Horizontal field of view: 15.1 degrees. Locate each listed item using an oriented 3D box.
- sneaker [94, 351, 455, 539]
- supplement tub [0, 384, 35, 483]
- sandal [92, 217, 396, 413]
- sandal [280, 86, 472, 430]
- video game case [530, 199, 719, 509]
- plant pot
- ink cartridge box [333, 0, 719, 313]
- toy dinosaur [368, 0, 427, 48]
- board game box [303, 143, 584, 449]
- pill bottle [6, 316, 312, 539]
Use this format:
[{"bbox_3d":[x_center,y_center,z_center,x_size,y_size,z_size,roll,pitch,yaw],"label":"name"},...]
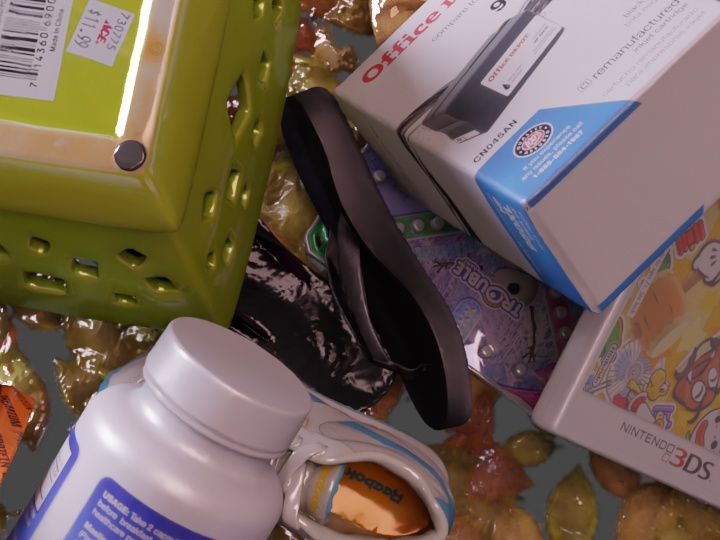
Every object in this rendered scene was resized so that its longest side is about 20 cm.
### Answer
[{"bbox_3d":[-0.043,0.095,1.415,0.199,0.081,0.077,17,99,-8],"label":"sneaker"},{"bbox_3d":[-0.272,0.066,1.351,0.199,0.123,0.123,26,73,-8],"label":"supplement tub"},{"bbox_3d":[-0.062,0.002,1.456,0.200,0.048,0.075,32,73,-7],"label":"sandal"},{"bbox_3d":[0.000,0.000,1.437,0.043,0.076,0.201,-23,75,-19],"label":"sandal"},{"bbox_3d":[0.195,0.020,1.449,0.182,0.023,0.201,25,92,-44],"label":"video game case"},{"bbox_3d":[-0.149,-0.095,1.359,0.198,0.182,0.201,10,76,7],"label":"plant pot"},{"bbox_3d":[0.099,-0.084,1.372,0.145,0.200,0.084,-43,124,-8],"label":"ink cartridge box"},{"bbox_3d":[0.027,-0.151,1.485,0.106,0.060,0.201,-12,74,-7],"label":"toy dinosaur"},{"bbox_3d":[0.101,-0.036,1.517,0.200,0.026,0.200,36,72,-5],"label":"board game box"},{"bbox_3d":[-0.107,0.128,1.342,0.112,0.112,0.200,31,104,-6],"label":"pill bottle"}]
